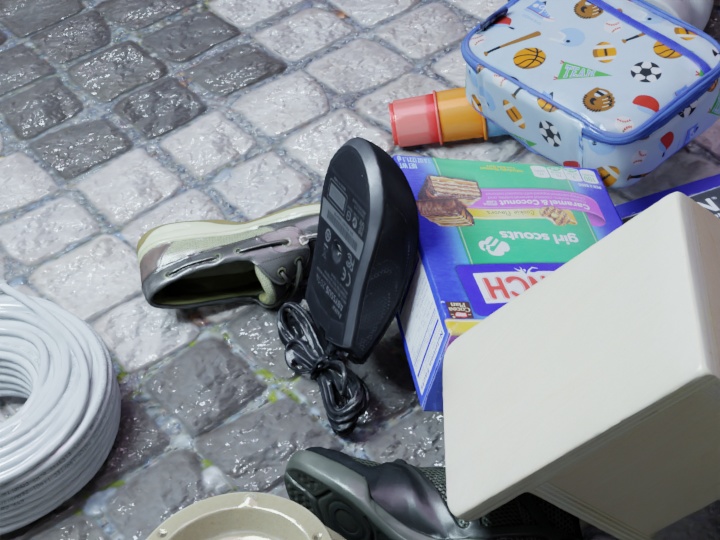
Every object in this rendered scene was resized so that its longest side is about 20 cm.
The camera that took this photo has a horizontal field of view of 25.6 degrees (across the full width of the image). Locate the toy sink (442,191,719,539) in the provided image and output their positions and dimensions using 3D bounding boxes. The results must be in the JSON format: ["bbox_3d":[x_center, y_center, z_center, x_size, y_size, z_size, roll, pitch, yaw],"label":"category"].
[{"bbox_3d":[0.156,0.074,0.941,0.200,0.111,0.131,-37,37,35],"label":"toy sink"}]

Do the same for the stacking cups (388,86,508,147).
[{"bbox_3d":[0.124,-0.136,1.347,0.198,0.061,0.061,-9,40,7],"label":"stacking cups"}]

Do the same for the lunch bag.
[{"bbox_3d":[0.184,-0.162,1.266,0.160,0.076,0.200,-37,55,-20],"label":"lunch bag"}]

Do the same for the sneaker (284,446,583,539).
[{"bbox_3d":[0.053,0.148,1.006,0.198,0.077,0.114,19,45,24],"label":"sneaker"}]

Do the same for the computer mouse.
[{"bbox_3d":[0.000,0.000,1.108,0.052,0.202,0.139,-1,33,-25],"label":"computer mouse"}]

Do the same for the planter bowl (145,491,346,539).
[{"bbox_3d":[-0.064,0.214,0.900,0.198,0.136,0.201,-5,41,4],"label":"planter bowl"}]

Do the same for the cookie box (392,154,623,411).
[{"bbox_3d":[0.111,0.008,1.124,0.169,0.076,0.201,3,39,-16],"label":"cookie box"}]

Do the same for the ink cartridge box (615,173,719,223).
[{"bbox_3d":[0.287,-0.024,1.190,0.196,0.044,0.201,-18,40,-10],"label":"ink cartridge box"}]

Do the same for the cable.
[{"bbox_3d":[-0.270,0.100,1.121,0.198,0.070,0.200,19,48,28],"label":"cable"}]

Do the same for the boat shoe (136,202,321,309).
[{"bbox_3d":[-0.071,-0.003,1.211,0.198,0.072,0.067,-5,53,-2],"label":"boat shoe"}]

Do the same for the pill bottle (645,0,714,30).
[{"bbox_3d":[0.265,-0.263,1.419,0.110,0.112,0.201,7,42,17],"label":"pill bottle"}]
